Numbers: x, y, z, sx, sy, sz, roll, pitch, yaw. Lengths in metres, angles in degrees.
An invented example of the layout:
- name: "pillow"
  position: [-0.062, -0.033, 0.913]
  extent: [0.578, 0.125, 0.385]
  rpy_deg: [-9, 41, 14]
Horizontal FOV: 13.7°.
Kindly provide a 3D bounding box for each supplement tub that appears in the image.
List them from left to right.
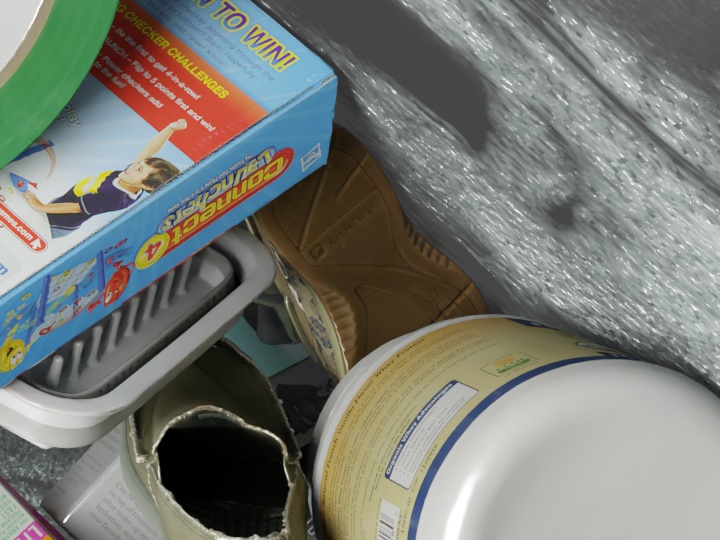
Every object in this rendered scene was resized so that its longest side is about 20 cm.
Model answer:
- name: "supplement tub"
  position: [0.064, 0.094, 1.152]
  extent: [0.144, 0.144, 0.200]
  rpy_deg: [45, 173, -17]

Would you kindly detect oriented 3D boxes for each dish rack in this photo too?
- name: "dish rack"
  position: [-0.151, -0.002, 1.196]
  extent: [0.200, 0.044, 0.172]
  rpy_deg: [27, -148, 15]

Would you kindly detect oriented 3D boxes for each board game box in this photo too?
- name: "board game box"
  position: [-0.147, -0.067, 1.148]
  extent: [0.200, 0.196, 0.056]
  rpy_deg: [41, 149, 24]

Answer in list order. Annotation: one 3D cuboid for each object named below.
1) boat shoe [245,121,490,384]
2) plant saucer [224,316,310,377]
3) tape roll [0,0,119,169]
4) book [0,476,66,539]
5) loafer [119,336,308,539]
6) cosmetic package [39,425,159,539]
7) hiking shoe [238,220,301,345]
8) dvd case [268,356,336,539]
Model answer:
- name: "boat shoe"
  position: [0.000, 0.000, 1.288]
  extent: [0.063, 0.073, 0.200]
  rpy_deg: [44, 165, 51]
- name: "plant saucer"
  position: [-0.027, 0.021, 1.475]
  extent: [0.200, 0.027, 0.200]
  rpy_deg: [46, -167, -14]
- name: "tape roll"
  position: [-0.177, -0.116, 1.022]
  extent: [0.200, 0.200, 0.048]
  rpy_deg: [49, 171, -38]
- name: "book"
  position: [-0.168, 0.151, 1.573]
  extent: [0.200, 0.048, 0.134]
  rpy_deg: [38, 168, 47]
- name: "loafer"
  position: [-0.051, 0.077, 1.180]
  extent: [0.200, 0.075, 0.070]
  rpy_deg: [-113, 25, -55]
- name: "cosmetic package"
  position: [-0.066, 0.089, 1.612]
  extent: [0.101, 0.200, 0.071]
  rpy_deg: [45, 173, -14]
- name: "hiking shoe"
  position: [-0.084, -0.037, 1.328]
  extent: [0.101, 0.076, 0.200]
  rpy_deg: [-9, 136, 22]
- name: "dvd case"
  position: [0.031, 0.091, 1.352]
  extent: [0.150, 0.025, 0.200]
  rpy_deg: [42, -151, 13]
